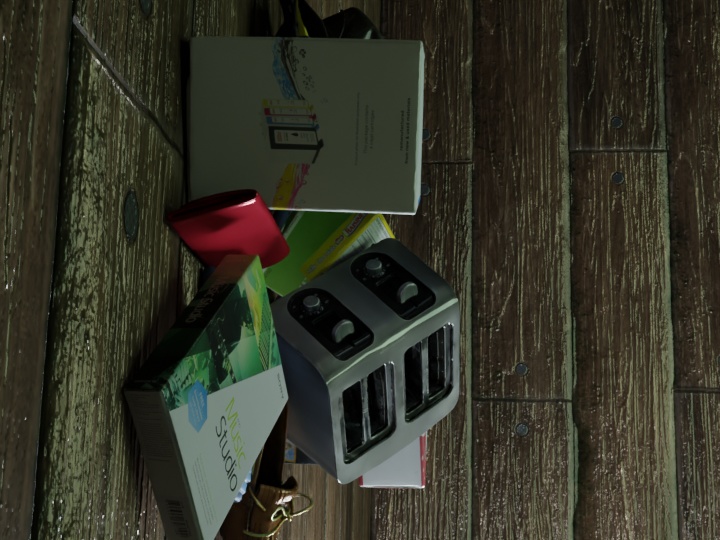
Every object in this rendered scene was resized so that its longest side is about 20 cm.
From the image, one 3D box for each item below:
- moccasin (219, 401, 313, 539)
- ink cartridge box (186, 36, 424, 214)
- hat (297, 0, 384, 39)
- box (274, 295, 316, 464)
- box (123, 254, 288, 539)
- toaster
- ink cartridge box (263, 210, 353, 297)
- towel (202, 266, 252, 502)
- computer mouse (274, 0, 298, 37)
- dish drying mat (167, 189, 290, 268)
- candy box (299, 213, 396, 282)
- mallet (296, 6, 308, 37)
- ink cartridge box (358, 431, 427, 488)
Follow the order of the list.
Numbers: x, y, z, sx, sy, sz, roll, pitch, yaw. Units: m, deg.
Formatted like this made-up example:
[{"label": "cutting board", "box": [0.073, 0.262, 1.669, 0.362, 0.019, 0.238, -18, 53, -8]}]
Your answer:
[{"label": "moccasin", "box": [-0.092, 0.214, 1.086, 0.073, 0.077, 0.205, 15, 75, -66]}, {"label": "ink cartridge box", "box": [-0.044, -0.130, 0.991, 0.147, 0.197, 0.147, -62, 154, -80]}, {"label": "hat", "box": [-0.003, -0.240, 1.288, 0.201, 0.080, 0.203, 156, -90, -87]}, {"label": "box", "box": [-0.058, 0.125, 1.336, 0.200, 0.113, 0.134, -79, 168, -68]}, {"label": "box", "box": [-0.112, 0.097, 0.870, 0.201, 0.036, 0.146, -64, 149, -58]}, {"label": "toaster", "box": [0.000, 0.098, 1.134, 0.118, 0.180, 0.202, 36, -37, 39]}, {"label": "ink cartridge box", "box": [-0.058, -0.032, 1.175, 0.148, 0.075, 0.201, -54, -169, 23]}, {"label": "towel", "box": [-0.118, 0.105, 1.012, 0.112, 0.048, 0.203, 76, 15, -74]}, {"label": "computer mouse", "box": [-0.095, -0.227, 1.324, 0.141, 0.045, 0.203, 92, -2, -60]}, {"label": "dish drying mat", "box": [-0.109, -0.030, 0.965, 0.200, 0.076, 0.018, 71, 4, -76]}, {"label": "candy box", "box": [0.000, 0.000, 1.218, 0.102, 0.026, 0.200, -48, 159, -5]}, {"label": "mallet", "box": [-0.071, -0.353, 1.444, 0.041, 0.065, 0.203, 71, 19, -83]}, {"label": "ink cartridge box", "box": [0.040, 0.142, 1.348, 0.201, 0.082, 0.149, -81, 169, -61]}]
